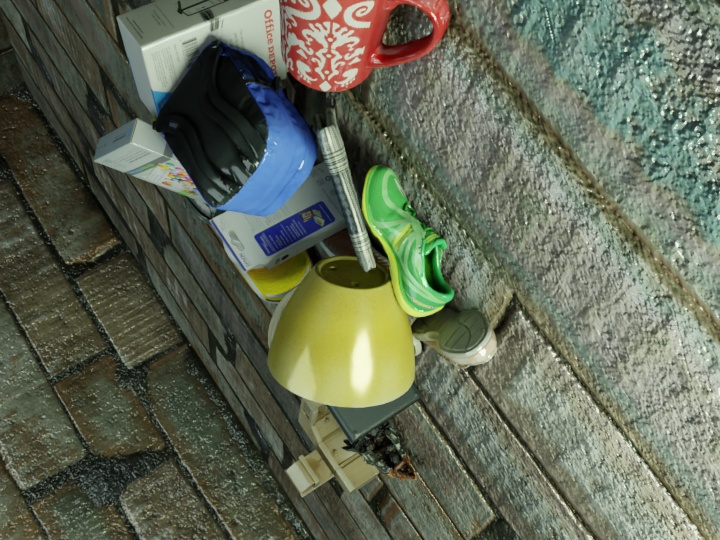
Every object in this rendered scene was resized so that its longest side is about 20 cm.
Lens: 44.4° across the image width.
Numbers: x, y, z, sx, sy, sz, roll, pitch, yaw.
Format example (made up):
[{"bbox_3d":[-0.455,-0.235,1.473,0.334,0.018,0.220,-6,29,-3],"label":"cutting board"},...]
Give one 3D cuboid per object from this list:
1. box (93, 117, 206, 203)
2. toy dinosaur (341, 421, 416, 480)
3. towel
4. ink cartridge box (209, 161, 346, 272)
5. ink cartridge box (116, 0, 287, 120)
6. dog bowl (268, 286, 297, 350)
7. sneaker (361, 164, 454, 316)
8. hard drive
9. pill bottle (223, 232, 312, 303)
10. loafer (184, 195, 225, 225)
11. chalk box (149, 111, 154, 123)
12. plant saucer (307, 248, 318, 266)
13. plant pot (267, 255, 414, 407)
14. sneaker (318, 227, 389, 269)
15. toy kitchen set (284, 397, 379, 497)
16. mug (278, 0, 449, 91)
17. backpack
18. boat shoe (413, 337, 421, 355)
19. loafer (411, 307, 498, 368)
[{"bbox_3d":[-0.266,-0.152,1.285,0.156,0.200,0.041,-5,70,55],"label":"box"},{"bbox_3d":[0.053,0.338,1.648,0.200,0.102,0.136,-6,129,49],"label":"toy dinosaur"},{"bbox_3d":[-0.018,-0.112,1.155,0.200,0.034,0.193,-109,1,-73],"label":"towel"},{"bbox_3d":[-0.107,-0.072,1.268,0.100,0.200,0.039,55,158,17],"label":"ink cartridge box"},{"bbox_3d":[-0.208,-0.302,1.198,0.084,0.200,0.146,51,158,31],"label":"ink cartridge box"},{"bbox_3d":[-0.050,0.116,1.407,0.200,0.200,0.059,55,158,13],"label":"dog bowl"},{"bbox_3d":[0.066,-0.043,1.111,0.083,0.074,0.200,-19,96,38],"label":"sneaker"},{"bbox_3d":[-0.011,0.162,1.446,0.200,0.139,0.033,55,159,15],"label":"hard drive"},{"bbox_3d":[-0.147,-0.033,1.382,0.109,0.109,0.200,50,172,26],"label":"pill bottle"},{"bbox_3d":[-0.284,-0.163,1.453,0.200,0.072,0.063,45,144,12],"label":"loafer"},{"bbox_3d":[-0.287,-0.224,1.603,0.124,0.125,0.200,48,156,30],"label":"chalk box"},{"bbox_3d":[-0.110,0.002,1.619,0.200,0.034,0.200,48,157,29],"label":"plant saucer"},{"bbox_3d":[-0.017,0.065,1.161,0.200,0.200,0.142,38,129,46],"label":"plant pot"},{"bbox_3d":[0.000,0.000,1.297,0.200,0.071,0.080,46,152,30],"label":"sneaker"},{"bbox_3d":[-0.076,0.374,1.857,0.200,0.163,0.181,53,159,19],"label":"toy kitchen set"},{"bbox_3d":[-0.015,-0.262,0.896,0.178,0.133,0.200,57,163,13],"label":"mug"},{"bbox_3d":[-0.141,-0.174,1.147,0.163,0.168,0.200,-51,53,27],"label":"backpack"},{"bbox_3d":[0.013,0.062,1.362,0.200,0.063,0.073,52,159,22],"label":"boat shoe"},{"bbox_3d":[0.130,0.091,1.136,0.063,0.072,0.200,48,170,-17],"label":"loafer"}]
